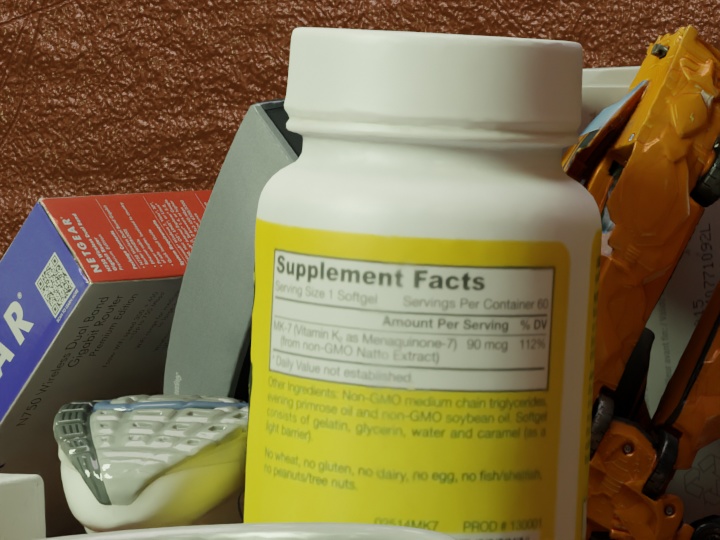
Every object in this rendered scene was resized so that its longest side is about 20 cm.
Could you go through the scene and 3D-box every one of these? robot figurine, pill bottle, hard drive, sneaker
[{"bbox_3d":[0.110,0.022,0.949,0.145,0.201,0.058,31,-13,-13],"label":"robot figurine"},{"bbox_3d":[0.020,0.024,0.842,0.114,0.201,0.114,3,4,0],"label":"pill bottle"},{"bbox_3d":[0.000,0.000,1.004,0.134,0.042,0.200,-11,-31,-22],"label":"hard drive"},{"bbox_3d":[-0.061,0.087,0.921,0.074,0.088,0.200,2,-5,9],"label":"sneaker"}]

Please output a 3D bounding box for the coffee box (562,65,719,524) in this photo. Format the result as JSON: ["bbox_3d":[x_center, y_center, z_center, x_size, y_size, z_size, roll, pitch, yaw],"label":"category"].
[{"bbox_3d":[0.146,0.016,1.100,0.199,0.201,0.198,-5,1,-16],"label":"coffee box"}]

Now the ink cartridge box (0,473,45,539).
[{"bbox_3d":[-0.220,0.109,0.935,0.199,0.068,0.117,-2,2,40],"label":"ink cartridge box"}]

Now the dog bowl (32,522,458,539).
[{"bbox_3d":[-0.055,0.108,0.711,0.199,0.059,0.200,-4,0,0],"label":"dog bowl"}]

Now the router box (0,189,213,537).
[{"bbox_3d":[-0.104,0.049,1.154,0.179,0.049,0.200,-5,-39,-44],"label":"router box"}]
